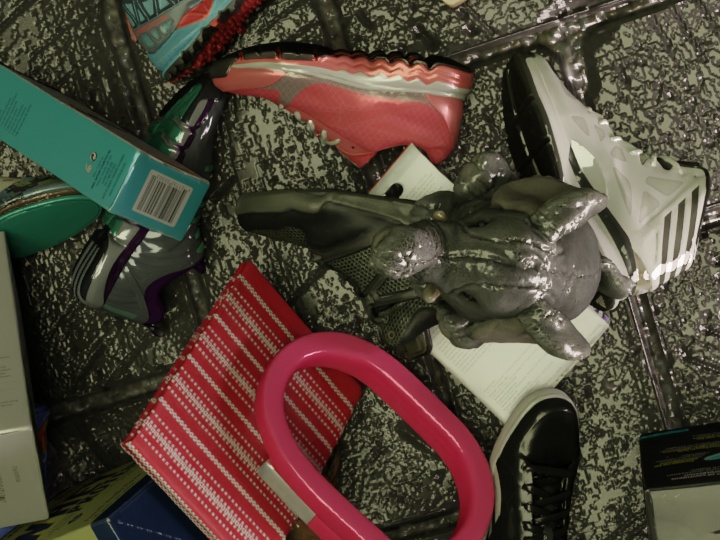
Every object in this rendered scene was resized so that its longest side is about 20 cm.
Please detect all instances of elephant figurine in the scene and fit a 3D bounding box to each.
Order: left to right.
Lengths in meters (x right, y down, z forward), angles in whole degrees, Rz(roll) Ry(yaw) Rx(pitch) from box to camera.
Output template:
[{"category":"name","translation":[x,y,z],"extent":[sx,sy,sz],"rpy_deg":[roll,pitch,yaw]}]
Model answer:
[{"category":"elephant figurine","translation":[0.096,-0.001,0.990],"extent":[0.154,0.200,0.143],"rpy_deg":[-32,95,0]}]

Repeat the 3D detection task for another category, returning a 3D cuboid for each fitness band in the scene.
[{"category":"fitness band","translation":[0.009,0.132,1.124],"extent":[0.200,0.144,0.037],"rpy_deg":[44,140,3]}]

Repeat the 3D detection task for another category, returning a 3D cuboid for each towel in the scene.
[{"category":"towel","translation":[-0.080,0.104,1.123],"extent":[0.022,0.201,0.145],"rpy_deg":[-25,114,41]}]

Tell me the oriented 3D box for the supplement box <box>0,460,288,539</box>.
[{"category":"supplement box","translation":[-0.153,0.252,1.141],"extent":[0.199,0.134,0.202],"rpy_deg":[-25,98,40]}]

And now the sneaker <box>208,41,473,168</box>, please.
[{"category":"sneaker","translation":[-0.017,-0.121,1.164],"extent":[0.197,0.074,0.088],"rpy_deg":[5,103,0]}]

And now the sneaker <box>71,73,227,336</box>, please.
[{"category":"sneaker","translation":[-0.142,-0.050,1.210],"extent":[0.087,0.074,0.201],"rpy_deg":[29,96,-24]}]

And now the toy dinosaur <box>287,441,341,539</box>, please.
[{"category":"toy dinosaur","translation":[-0.069,0.120,1.195],"extent":[0.133,0.086,0.203],"rpy_deg":[3,88,6]}]

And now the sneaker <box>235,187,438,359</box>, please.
[{"category":"sneaker","translation":[0.000,0.000,1.125],"extent":[0.197,0.076,0.116],"rpy_deg":[10,91,4]}]

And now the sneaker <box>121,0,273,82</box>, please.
[{"category":"sneaker","translation":[-0.102,-0.240,1.171],"extent":[0.200,0.079,0.096],"rpy_deg":[-44,83,7]}]

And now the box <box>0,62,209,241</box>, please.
[{"category":"box","translation":[-0.207,-0.092,1.150],"extent":[0.199,0.082,0.050],"rpy_deg":[31,94,37]}]

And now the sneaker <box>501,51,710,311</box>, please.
[{"category":"sneaker","translation":[0.185,-0.079,1.156],"extent":[0.114,0.076,0.203],"rpy_deg":[-19,78,-16]}]

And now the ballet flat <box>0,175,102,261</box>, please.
[{"category":"ballet flat","translation":[-0.294,-0.036,1.227],"extent":[0.198,0.074,0.075],"rpy_deg":[-27,90,7]}]

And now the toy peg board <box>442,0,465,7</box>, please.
[{"category":"toy peg board","translation":[0.090,-0.331,1.123],"extent":[0.199,0.098,0.201],"rpy_deg":[-32,89,9]}]

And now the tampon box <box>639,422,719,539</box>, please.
[{"category":"tampon box","translation":[0.274,0.184,1.085],"extent":[0.148,0.200,0.128],"rpy_deg":[-8,93,10]}]

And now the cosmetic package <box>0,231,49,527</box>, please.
[{"category":"cosmetic package","translation":[-0.285,0.080,1.148],"extent":[0.084,0.201,0.108],"rpy_deg":[-9,137,-10]}]

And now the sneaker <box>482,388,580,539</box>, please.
[{"category":"sneaker","translation":[0.137,0.198,1.139],"extent":[0.072,0.112,0.202],"rpy_deg":[5,111,-25]}]

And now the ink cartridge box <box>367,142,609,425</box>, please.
[{"category":"ink cartridge box","translation":[0.080,0.010,1.177],"extent":[0.200,0.050,0.109],"rpy_deg":[43,101,4]}]

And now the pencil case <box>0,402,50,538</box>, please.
[{"category":"pencil case","translation":[-0.292,0.197,1.235],"extent":[0.086,0.078,0.203],"rpy_deg":[1,95,-18]}]
